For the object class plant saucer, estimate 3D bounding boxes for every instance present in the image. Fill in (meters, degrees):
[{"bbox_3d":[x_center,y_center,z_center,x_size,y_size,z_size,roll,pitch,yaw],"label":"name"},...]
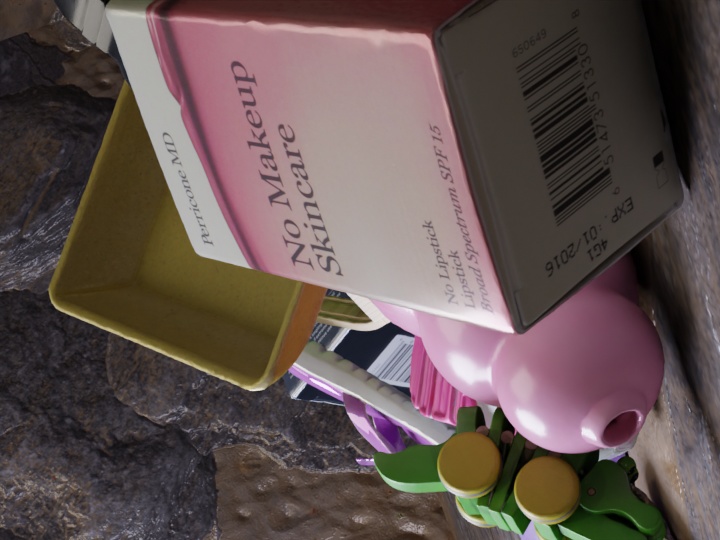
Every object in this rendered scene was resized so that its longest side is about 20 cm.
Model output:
[{"bbox_3d":[-0.065,-0.048,0.969,0.048,0.201,0.199,21,178,-44],"label":"plant saucer"}]

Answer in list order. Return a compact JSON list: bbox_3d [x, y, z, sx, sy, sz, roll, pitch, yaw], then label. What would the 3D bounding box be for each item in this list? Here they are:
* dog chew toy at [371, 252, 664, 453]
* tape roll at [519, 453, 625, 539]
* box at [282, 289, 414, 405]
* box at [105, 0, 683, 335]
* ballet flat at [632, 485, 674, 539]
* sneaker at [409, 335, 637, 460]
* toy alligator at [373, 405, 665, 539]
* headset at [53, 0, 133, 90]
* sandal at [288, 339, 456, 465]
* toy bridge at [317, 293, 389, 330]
[{"bbox_3d":[0.073,0.007,0.855,0.200,0.124,0.125,57,169,42],"label":"dog chew toy"},{"bbox_3d":[0.105,0.077,1.139,0.200,0.065,0.201,161,90,-86],"label":"tape roll"},{"bbox_3d":[0.007,-0.005,1.314,0.107,0.148,0.201,-51,43,33],"label":"box"},{"bbox_3d":[0.011,-0.068,0.726,0.199,0.109,0.128,12,130,47],"label":"box"},{"bbox_3d":[0.165,0.202,0.959,0.071,0.069,0.201,99,157,-51],"label":"ballet flat"},{"bbox_3d":[0.088,0.056,0.980,0.200,0.088,0.082,-127,43,-57],"label":"sneaker"},{"bbox_3d":[0.103,0.102,0.847,0.054,0.199,0.059,-67,-24,-18],"label":"toy alligator"},{"bbox_3d":[-0.058,-0.131,0.881,0.200,0.123,0.094,35,129,16],"label":"headset"},{"bbox_3d":[0.014,0.097,1.102,0.202,0.050,0.082,31,178,37],"label":"sandal"},{"bbox_3d":[0.000,0.000,1.061,0.067,0.027,0.200,47,151,-4],"label":"toy bridge"}]
